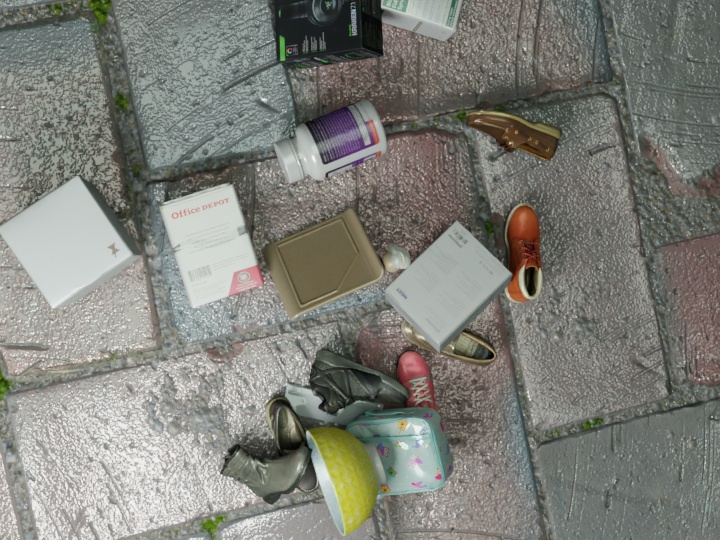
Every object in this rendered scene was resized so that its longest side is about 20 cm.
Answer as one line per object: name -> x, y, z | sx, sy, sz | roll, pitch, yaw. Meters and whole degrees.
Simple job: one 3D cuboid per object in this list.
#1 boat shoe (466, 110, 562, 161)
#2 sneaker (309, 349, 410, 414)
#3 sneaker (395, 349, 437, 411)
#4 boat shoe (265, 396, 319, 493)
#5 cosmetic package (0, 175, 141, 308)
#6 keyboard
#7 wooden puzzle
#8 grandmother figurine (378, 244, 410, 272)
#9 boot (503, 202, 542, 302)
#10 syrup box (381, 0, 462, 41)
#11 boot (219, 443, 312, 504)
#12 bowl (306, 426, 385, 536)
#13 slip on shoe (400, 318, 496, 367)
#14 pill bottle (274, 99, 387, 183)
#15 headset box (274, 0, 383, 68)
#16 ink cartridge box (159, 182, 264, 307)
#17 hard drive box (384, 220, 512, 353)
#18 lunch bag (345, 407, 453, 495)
boat shoe -> 0.304, -0.270, 1.794 | 0.198, 0.072, 0.068 | 14, 87, -12
sneaker -> -0.008, 0.238, 1.729 | 0.198, 0.076, 0.115 | 20, 68, -1
sneaker -> 0.124, 0.255, 1.764 | 0.073, 0.087, 0.202 | -13, 93, -10
boat shoe -> -0.131, 0.343, 1.732 | 0.073, 0.065, 0.201 | -25, 99, -9
cosmetic package -> -0.508, -0.049, 1.599 | 0.167, 0.200, 0.167 | -35, 96, -8
keyboard -> -0.054, 0.271, 1.776 | 0.198, 0.011, 0.057 | 14, 94, -9
wooden puzzle -> -0.070, -0.011, 1.701 | 0.199, 0.037, 0.186 | -26, 52, 0
grandmother figurine -> 0.000, 0.000, 1.731 | 0.198, 0.122, 0.061 | -18, 136, 6
boot -> 0.332, -0.036, 1.785 | 0.074, 0.107, 0.202 | 2, 89, -8
syrup box -> 0.091, -0.520, 1.751 | 0.198, 0.081, 0.080 | 15, 87, -10
boot -> -0.182, 0.364, 1.675 | 0.130, 0.200, 0.068 | 32, 45, -11
bowl -> -0.017, 0.370, 1.646 | 0.107, 0.200, 0.202 | -18, 94, -13
slip on shoe -> 0.177, 0.138, 1.783 | 0.199, 0.061, 0.077 | 26, 87, -7
pill bottle -> -0.058, -0.240, 1.715 | 0.198, 0.111, 0.112 | -23, 94, -9
headset box -> -0.067, -0.480, 1.680 | 0.198, 0.093, 0.176 | -1, 92, 28
ink cartridge box -> -0.280, -0.049, 1.695 | 0.144, 0.085, 0.202 | -18, 95, -9
hard drive box -> 0.169, 0.031, 1.746 | 0.200, 0.077, 0.156 | -42, 75, -8
lunch bag -> 0.067, 0.341, 1.717 | 0.198, 0.077, 0.162 | -10, 102, 25
